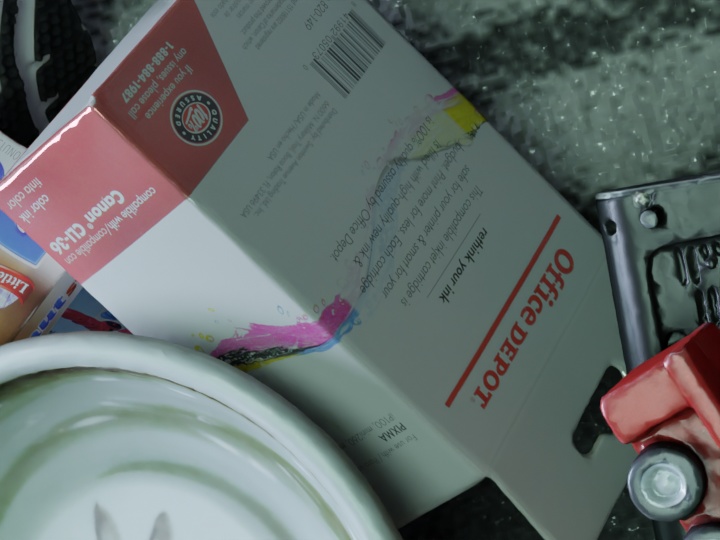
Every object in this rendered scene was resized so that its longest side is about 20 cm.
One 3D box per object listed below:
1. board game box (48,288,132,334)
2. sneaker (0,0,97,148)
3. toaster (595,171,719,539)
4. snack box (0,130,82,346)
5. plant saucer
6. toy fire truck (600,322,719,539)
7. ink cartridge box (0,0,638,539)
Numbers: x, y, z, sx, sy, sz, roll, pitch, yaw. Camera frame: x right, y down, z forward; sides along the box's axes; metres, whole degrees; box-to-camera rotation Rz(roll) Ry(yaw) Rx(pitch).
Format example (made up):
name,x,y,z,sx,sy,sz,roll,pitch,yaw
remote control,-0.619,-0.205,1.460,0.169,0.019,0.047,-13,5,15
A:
name,x,y,z,sx,sy,sz,roll,pitch,yaw
board game box,-0.106,0.064,0.832,0.200,0.105,0.103,24,106,15
sneaker,-0.136,-0.110,0.796,0.080,0.074,0.200,31,141,22
toaster,0.181,0.048,0.717,0.181,0.119,0.200,-9,96,22
snack box,-0.175,-0.041,0.792,0.200,0.024,0.072,33,78,17
plant saucer,-0.065,0.113,0.743,0.200,0.050,0.200,4,102,20
toy fire truck,0.143,0.038,0.639,0.141,0.049,0.200,-33,87,21
ink cartridge box,0.000,0.000,0.754,0.200,0.117,0.067,44,136,-10
